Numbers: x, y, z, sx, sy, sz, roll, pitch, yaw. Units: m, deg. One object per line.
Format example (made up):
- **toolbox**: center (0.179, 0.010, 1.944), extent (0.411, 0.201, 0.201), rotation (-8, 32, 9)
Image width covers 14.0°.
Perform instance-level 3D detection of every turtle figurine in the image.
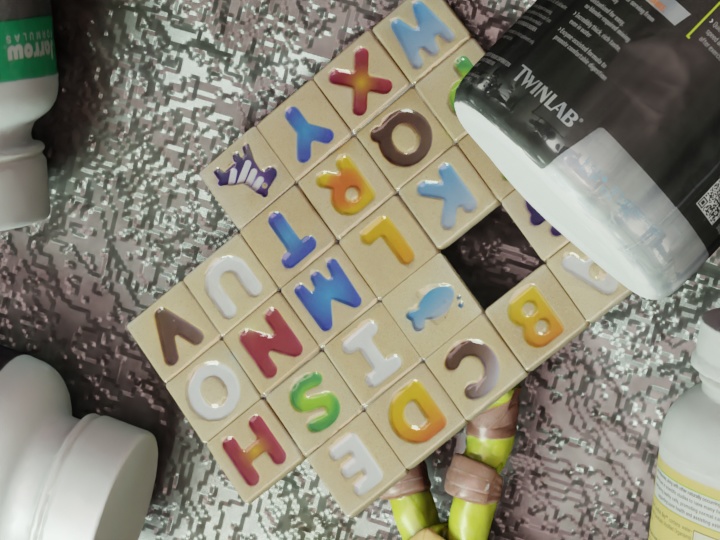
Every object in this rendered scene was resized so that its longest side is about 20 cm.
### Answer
- **turtle figurine**: center (0.043, 0.130, 1.275), extent (0.199, 0.064, 0.163), rotation (2, 93, 45)

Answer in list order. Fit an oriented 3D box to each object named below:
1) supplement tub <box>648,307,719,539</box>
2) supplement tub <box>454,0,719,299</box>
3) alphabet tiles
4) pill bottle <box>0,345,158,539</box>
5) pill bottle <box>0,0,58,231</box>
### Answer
- **supplement tub**: center (0.188, 0.124, 1.202), extent (0.144, 0.145, 0.202), rotation (8, 101, 13)
- **supplement tub**: center (0.144, -0.097, 1.176), extent (0.123, 0.123, 0.200), rotation (44, 88, 4)
- **alphabet tiles**: center (0.000, 0.000, 1.265), extent (0.200, 0.008, 0.168), rotation (-39, 70, 8)
- **pill bottle**: center (-0.197, 0.079, 1.312), extent (0.199, 0.111, 0.112), rotation (19, 102, 11)
- **pill bottle**: center (-0.191, -0.118, 1.280), extent (0.112, 0.113, 0.202), rotation (-3, 98, 15)
